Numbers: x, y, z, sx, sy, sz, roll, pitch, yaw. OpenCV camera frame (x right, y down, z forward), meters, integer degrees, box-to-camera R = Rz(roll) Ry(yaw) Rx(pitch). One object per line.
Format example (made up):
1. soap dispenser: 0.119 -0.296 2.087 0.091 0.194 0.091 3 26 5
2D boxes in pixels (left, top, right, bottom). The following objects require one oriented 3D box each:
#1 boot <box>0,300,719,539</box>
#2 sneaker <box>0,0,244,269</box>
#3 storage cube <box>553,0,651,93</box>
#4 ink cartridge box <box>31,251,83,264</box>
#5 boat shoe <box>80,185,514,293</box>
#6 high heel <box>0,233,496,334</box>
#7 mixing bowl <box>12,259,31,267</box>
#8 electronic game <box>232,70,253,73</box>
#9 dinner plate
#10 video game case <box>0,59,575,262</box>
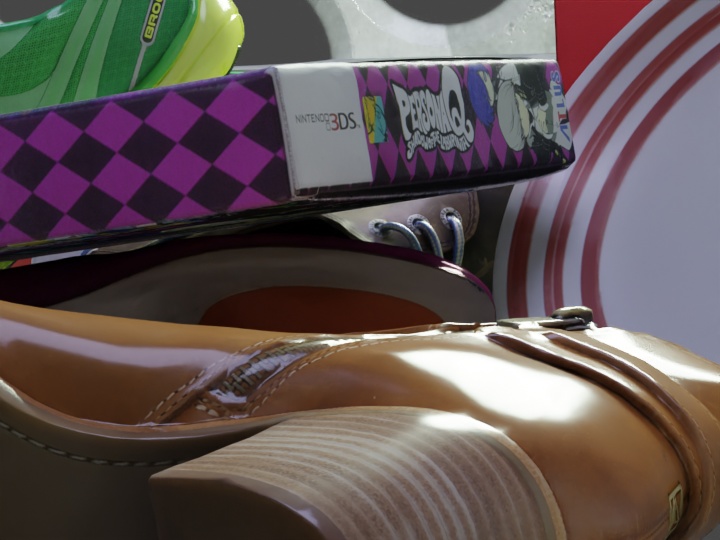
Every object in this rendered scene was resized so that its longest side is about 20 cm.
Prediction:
1. boot: -0.024 0.030 0.576 0.200 0.077 0.155 6 13 38
2. sneaker: -0.133 -0.043 0.952 0.200 0.084 0.074 -39 3 2
3. storage cube: 0.237 -0.187 1.843 0.200 0.180 0.171 1 8 31
4. ink cartridge box: 0.000 0.000 0.963 0.199 0.050 0.161 0 7 6
5. boat shoe: 0.008 0.007 0.840 0.199 0.072 0.072 -11 10 9
6. high heel: -0.068 0.016 0.735 0.199 0.068 0.096 -6 18 -5
7. mixing bowl: -0.207 -0.042 1.114 0.200 0.109 0.200 -3 7 0
8. electronic game: -0.147 -0.137 2.131 0.199 0.042 0.200 -3 7 0
9. dinner plate: 0.124 -0.024 0.732 0.200 0.200 0.024 4 -34 43
10. video game case: -0.068 -0.024 0.738 0.200 0.036 0.181 -8 1 26
